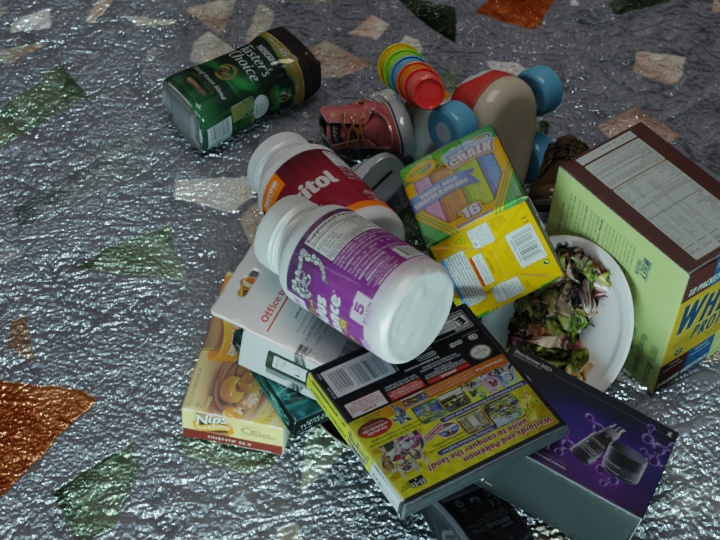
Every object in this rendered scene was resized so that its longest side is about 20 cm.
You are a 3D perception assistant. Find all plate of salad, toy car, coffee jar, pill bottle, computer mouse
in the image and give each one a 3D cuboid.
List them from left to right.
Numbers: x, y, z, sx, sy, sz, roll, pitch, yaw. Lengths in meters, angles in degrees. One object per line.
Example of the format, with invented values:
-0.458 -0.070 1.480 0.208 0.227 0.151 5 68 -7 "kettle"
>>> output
-0.152 -0.241 1.929 0.199 0.086 0.104 -30 55 -25 "coffee jar"
-0.045 -0.071 1.671 0.112 0.114 0.200 -25 46 -21 "pill bottle"
-0.012 0.002 1.495 0.199 0.113 0.112 32 55 33 "pill bottle"
0.117 -0.182 1.839 0.184 0.178 0.199 -26 40 -35 "toy car"
0.114 0.267 1.504 0.138 0.053 0.200 -12 51 -29 "computer mouse"
0.207 0.058 1.620 0.048 0.200 0.200 15 30 -49 "plate of salad"

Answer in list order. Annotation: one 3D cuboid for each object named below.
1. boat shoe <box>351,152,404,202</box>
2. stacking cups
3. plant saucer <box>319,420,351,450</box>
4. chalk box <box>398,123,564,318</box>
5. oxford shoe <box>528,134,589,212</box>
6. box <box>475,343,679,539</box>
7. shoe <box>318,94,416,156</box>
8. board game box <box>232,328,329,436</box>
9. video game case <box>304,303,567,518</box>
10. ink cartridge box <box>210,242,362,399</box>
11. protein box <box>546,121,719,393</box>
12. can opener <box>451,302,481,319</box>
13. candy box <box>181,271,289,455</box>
-0.029 -0.067 1.796 0.200 0.074 0.067 -37 17 -14 "boat shoe"
0.069 -0.231 1.784 0.060 0.061 0.200 -9 18 -9 "stacking cups"
0.037 0.134 1.635 0.198 0.035 0.201 1 48 -1 "plant saucer"
0.126 -0.066 1.637 0.123 0.125 0.201 -27 36 7 "chalk box"
0.237 -0.116 1.769 0.072 0.085 0.200 -1 15 16 "oxford shoe"
0.210 0.185 1.529 0.199 0.079 0.141 28 40 9 "box"
0.005 -0.175 1.843 0.090 0.072 0.200 -16 16 -9 "shoe"
-0.022 0.086 1.618 0.199 0.028 0.136 -21 58 -26 "board game box"
0.074 0.134 1.468 0.199 0.026 0.181 -22 54 -25 "video game case"
-0.051 0.065 1.566 0.199 0.068 0.116 25 52 8 "ink cartridge box"
0.322 -0.016 1.660 0.134 0.199 0.200 -28 55 -27 "protein box"
0.114 0.024 1.696 0.066 0.053 0.201 13 37 -3 "can opener"
-0.118 0.101 1.645 0.114 0.056 0.201 11 49 4 "candy box"
